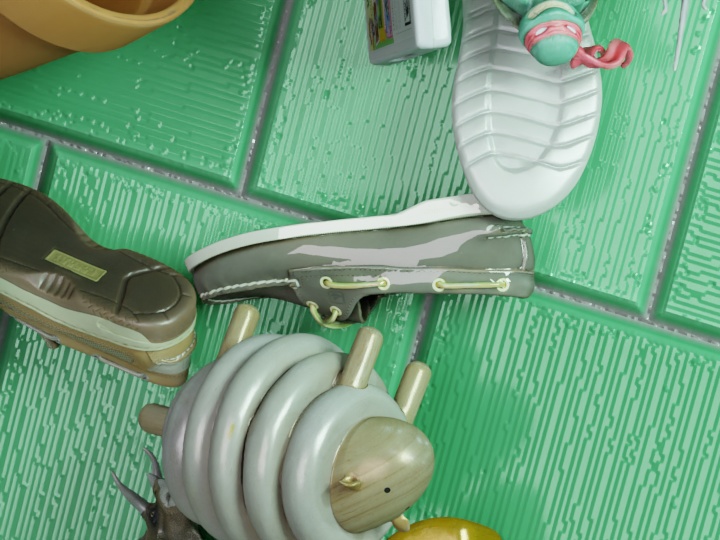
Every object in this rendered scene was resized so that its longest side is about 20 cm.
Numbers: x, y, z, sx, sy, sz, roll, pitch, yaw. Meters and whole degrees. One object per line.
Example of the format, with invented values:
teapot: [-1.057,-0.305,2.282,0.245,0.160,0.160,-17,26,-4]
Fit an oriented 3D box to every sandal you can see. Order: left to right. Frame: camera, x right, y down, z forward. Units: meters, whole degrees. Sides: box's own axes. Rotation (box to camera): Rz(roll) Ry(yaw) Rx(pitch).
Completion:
sandal: [0.089,-0.126,1.590,0.082,0.050,0.204,-2,79,1]

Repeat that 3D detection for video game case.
video game case: [0.019,-0.214,1.541,0.022,0.182,0.202,-5,92,-7]

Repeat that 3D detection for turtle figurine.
turtle figurine: [0.100,-0.182,1.524,0.101,0.149,0.201,129,141,-52]

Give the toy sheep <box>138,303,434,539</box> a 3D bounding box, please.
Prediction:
toy sheep: [-0.042,0.094,1.587,0.199,0.137,0.139,8,96,42]

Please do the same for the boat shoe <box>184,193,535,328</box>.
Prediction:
boat shoe: [-0.001,0.000,1.612,0.200,0.072,0.061,-9,86,14]

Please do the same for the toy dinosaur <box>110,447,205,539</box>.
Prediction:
toy dinosaur: [-0.110,0.212,1.669,0.102,0.077,0.201,32,111,33]

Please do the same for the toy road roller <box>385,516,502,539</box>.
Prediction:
toy road roller: [0.014,0.212,1.599,0.198,0.123,0.147,-2,79,15]

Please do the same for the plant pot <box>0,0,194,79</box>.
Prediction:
plant pot: [-0.202,-0.193,1.613,0.140,0.200,0.201,-31,84,33]

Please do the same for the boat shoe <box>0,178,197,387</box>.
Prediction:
boat shoe: [-0.180,0.013,1.673,0.199,0.072,0.076,30,141,29]
